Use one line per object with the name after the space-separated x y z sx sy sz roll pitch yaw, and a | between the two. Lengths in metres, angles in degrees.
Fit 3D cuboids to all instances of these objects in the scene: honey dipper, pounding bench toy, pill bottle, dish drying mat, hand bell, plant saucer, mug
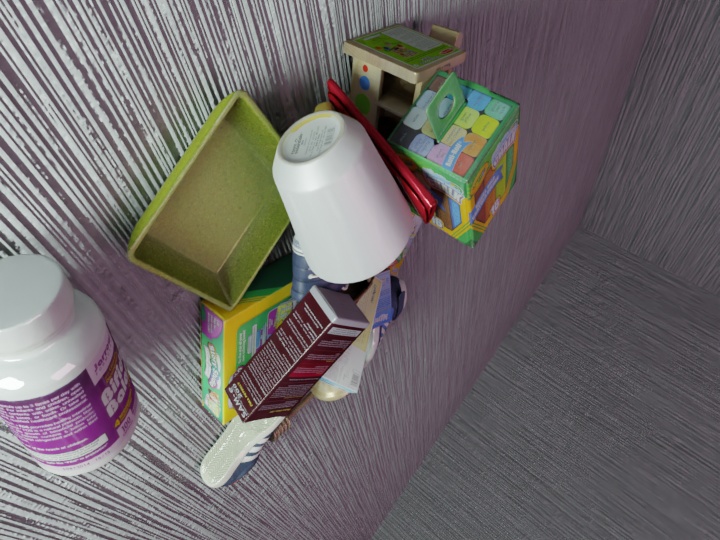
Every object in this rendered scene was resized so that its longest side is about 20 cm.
-0.116 0.265 1.061 0.199 0.037 0.039 -37 148 -45 | honey dipper
0.075 -0.251 0.766 0.198 0.122 0.160 -37 147 -39 | pounding bench toy
-0.279 0.089 0.482 0.112 0.111 0.205 -39 148 -35 | pill bottle
0.024 -0.146 0.656 0.018 0.202 0.077 -38 170 -1 | dish drying mat
-0.074 0.136 0.975 0.104 0.102 0.205 -43 137 -28 | hand bell
-0.158 -0.075 0.608 0.203 0.047 0.200 -57 155 -6 | plant saucer
-0.038 -0.102 0.620 0.148 0.186 0.155 -40 138 -9 | mug

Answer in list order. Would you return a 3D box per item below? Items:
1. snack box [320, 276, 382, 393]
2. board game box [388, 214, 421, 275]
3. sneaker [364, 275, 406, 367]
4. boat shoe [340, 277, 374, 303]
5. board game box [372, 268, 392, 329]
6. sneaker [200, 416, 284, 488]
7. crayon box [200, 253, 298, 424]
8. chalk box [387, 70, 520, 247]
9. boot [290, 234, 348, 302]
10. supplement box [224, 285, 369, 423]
-0.030 0.088 0.893 0.115 0.036 0.207 32 64 -39 | snack box
0.049 -0.068 1.014 0.198 0.034 0.138 10 108 -63 | board game box
0.044 0.110 1.138 0.144 0.079 0.207 -12 122 -52 | sneaker
0.000 0.000 0.856 0.076 0.071 0.202 51 54 -22 | boat shoe
-0.013 0.070 0.966 0.196 0.019 0.107 -19 110 -43 | board game box
-0.186 0.284 0.912 0.200 0.075 0.085 -46 151 -7 | sneaker
-0.155 0.101 0.788 0.171 0.057 0.206 -31 142 -44 | crayon box
0.121 -0.151 0.668 0.126 0.122 0.201 -52 154 -12 | chalk box
-0.023 -0.017 0.781 0.195 0.072 0.094 -11 120 -41 | boot
-0.087 0.120 0.741 0.201 0.061 0.108 -48 155 11 | supplement box
